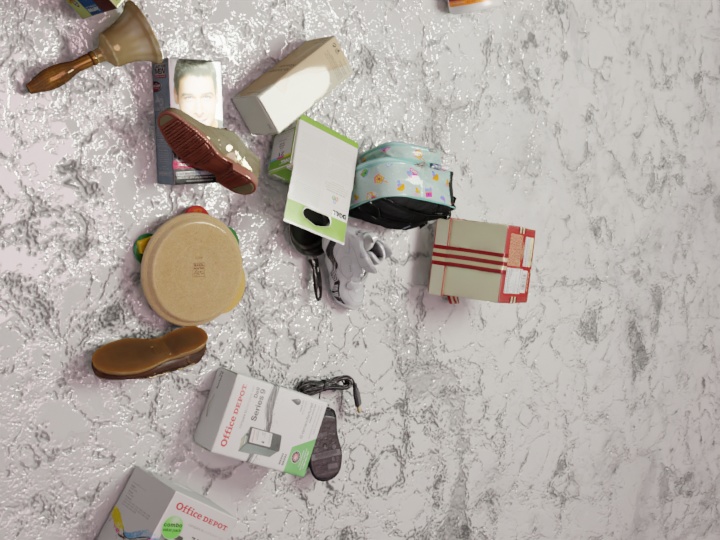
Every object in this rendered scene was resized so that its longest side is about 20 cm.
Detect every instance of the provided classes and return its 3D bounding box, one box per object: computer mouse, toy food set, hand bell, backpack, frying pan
[{"bbox_3d":[-0.058,0.303,1.734,0.139,0.046,0.202,-13,94,-29],"label":"computer mouse"},{"bbox_3d":[-0.285,-0.005,1.499,0.199,0.048,0.200,-23,110,-34],"label":"toy food set"},{"bbox_3d":[-0.412,-0.318,1.337,0.199,0.104,0.105,-33,117,-18],"label":"hand bell"},{"bbox_3d":[0.064,-0.160,1.683,0.199,0.175,0.155,-3,82,-40],"label":"backpack"},{"bbox_3d":[-0.080,-0.052,1.670,0.115,0.031,0.191,-37,121,-30],"label":"frying pan"}]

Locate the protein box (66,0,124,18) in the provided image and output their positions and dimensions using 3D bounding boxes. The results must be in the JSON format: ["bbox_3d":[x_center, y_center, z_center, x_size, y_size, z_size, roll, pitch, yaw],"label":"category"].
[{"bbox_3d":[-0.390,-0.516,1.278,0.200,0.134,0.199,47,67,-33],"label":"protein box"}]

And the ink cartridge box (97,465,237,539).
[{"bbox_3d":[-0.335,0.458,1.465,0.146,0.145,0.201,37,73,-37],"label":"ink cartridge box"}]

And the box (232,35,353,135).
[{"bbox_3d":[-0.119,-0.326,1.558,0.200,0.095,0.078,-45,121,-27],"label":"box"}]

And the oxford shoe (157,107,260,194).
[{"bbox_3d":[-0.243,-0.204,1.427,0.200,0.070,0.074,41,47,-36],"label":"oxford shoe"}]

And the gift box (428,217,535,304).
[{"bbox_3d":[0.251,-0.014,1.855,0.200,0.185,0.186,12,87,-59],"label":"gift box"}]

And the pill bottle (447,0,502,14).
[{"bbox_3d":[0.220,-0.627,1.775,0.112,0.113,0.202,-23,111,-35],"label":"pill bottle"}]

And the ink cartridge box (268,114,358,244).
[{"bbox_3d":[-0.091,-0.158,1.588,0.147,0.075,0.202,21,70,-39],"label":"ink cartridge box"}]

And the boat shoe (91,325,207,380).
[{"bbox_3d":[-0.347,0.149,1.460,0.199,0.071,0.071,-9,142,-32],"label":"boat shoe"}]

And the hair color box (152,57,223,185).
[{"bbox_3d":[-0.283,-0.245,1.456,0.098,0.060,0.202,-8,101,-38],"label":"hair color box"}]

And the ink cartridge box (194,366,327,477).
[{"bbox_3d":[-0.179,0.275,1.590,0.199,0.084,0.147,23,81,-31],"label":"ink cartridge box"}]

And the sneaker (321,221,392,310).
[{"bbox_3d":[0.000,0.000,1.670,0.075,0.114,0.201,-48,137,-40],"label":"sneaker"}]
